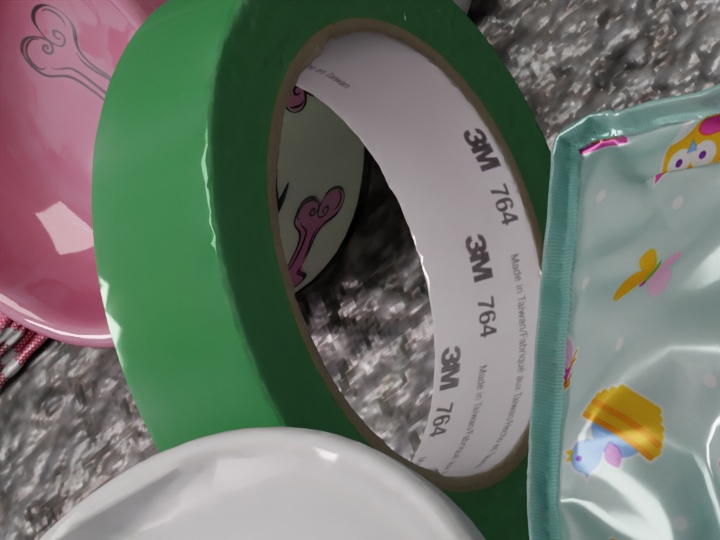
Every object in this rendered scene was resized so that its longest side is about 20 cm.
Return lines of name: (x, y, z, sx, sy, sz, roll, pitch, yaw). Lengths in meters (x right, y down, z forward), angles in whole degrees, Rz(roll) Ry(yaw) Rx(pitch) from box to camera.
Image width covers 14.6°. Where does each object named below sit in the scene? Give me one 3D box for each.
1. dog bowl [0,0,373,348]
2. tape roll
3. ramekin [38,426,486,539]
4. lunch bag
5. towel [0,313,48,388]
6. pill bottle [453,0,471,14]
dog bowl: (-0.096, -0.061, 1.001, 0.199, 0.201, 0.074, -4, 23, 41)
tape roll: (0.000, 0.000, 0.869, 0.048, 0.200, 0.202, -16, 52, 34)
ramekin: (-0.020, 0.151, 0.751, 0.201, 0.094, 0.204, -16, 59, 29)
lunch bag: (0.123, 0.071, 0.726, 0.121, 0.170, 0.201, -17, 50, 34)
towel: (-0.182, 0.004, 1.167, 0.200, 0.030, 0.147, -44, 40, 10)
pill bottle: (-0.051, -0.133, 1.085, 0.200, 0.104, 0.105, 27, 82, 49)
